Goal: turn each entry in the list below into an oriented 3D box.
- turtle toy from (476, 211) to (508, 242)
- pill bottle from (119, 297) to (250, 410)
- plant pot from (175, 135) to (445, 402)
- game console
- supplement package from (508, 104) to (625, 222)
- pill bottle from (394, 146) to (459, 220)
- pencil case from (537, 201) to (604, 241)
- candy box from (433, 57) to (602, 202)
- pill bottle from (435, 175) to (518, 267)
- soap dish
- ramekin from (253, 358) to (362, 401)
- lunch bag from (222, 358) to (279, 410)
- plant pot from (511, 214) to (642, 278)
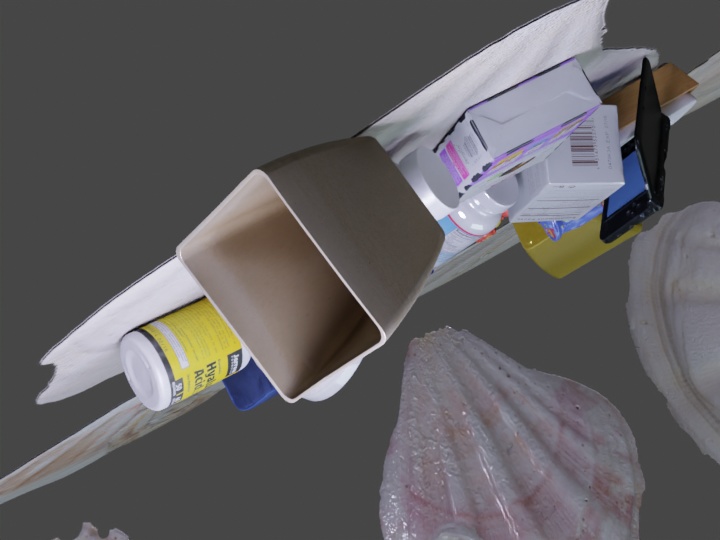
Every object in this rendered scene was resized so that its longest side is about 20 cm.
[{"bbox_3d":[0.195,-0.105,1.978,0.198,0.102,0.146,-26,173,-25],"label":"turtle toy"},{"bbox_3d":[-0.218,0.101,1.705,0.198,0.112,0.111,-26,174,-32],"label":"pill bottle"},{"bbox_3d":[-0.034,-0.021,1.275,0.177,0.201,0.199,-40,-178,-40],"label":"plant pot"},{"bbox_3d":[0.385,-0.173,1.815,0.176,0.116,0.202,-39,-156,43],"label":"game console"},{"bbox_3d":[0.290,-0.152,1.809,0.115,0.119,0.200,-2,168,-11],"label":"supplement package"},{"bbox_3d":[0.016,-0.059,1.474,0.199,0.113,0.111,-32,173,27],"label":"pill bottle"},{"bbox_3d":[0.365,-0.123,1.975,0.198,0.079,0.087,-29,-168,-10],"label":"pencil case"},{"bbox_3d":[0.185,-0.168,1.572,0.166,0.072,0.200,-28,173,-19],"label":"candy box"},{"bbox_3d":[0.137,-0.086,1.829,0.108,0.110,0.199,-23,171,-45],"label":"pill bottle"},{"bbox_3d":[0.432,-0.248,2.013,0.198,0.082,0.157,-29,174,-4],"label":"soap dish"},{"bbox_3d":[-0.076,0.077,1.804,0.104,0.203,0.199,26,139,-29],"label":"ramekin"},{"bbox_3d":[-0.166,0.158,2.279,0.131,0.137,0.199,-22,171,-46],"label":"lunch bag"},{"bbox_3d":[0.364,-0.121,2.286,0.199,0.202,0.175,-32,161,27],"label":"plant pot"}]
